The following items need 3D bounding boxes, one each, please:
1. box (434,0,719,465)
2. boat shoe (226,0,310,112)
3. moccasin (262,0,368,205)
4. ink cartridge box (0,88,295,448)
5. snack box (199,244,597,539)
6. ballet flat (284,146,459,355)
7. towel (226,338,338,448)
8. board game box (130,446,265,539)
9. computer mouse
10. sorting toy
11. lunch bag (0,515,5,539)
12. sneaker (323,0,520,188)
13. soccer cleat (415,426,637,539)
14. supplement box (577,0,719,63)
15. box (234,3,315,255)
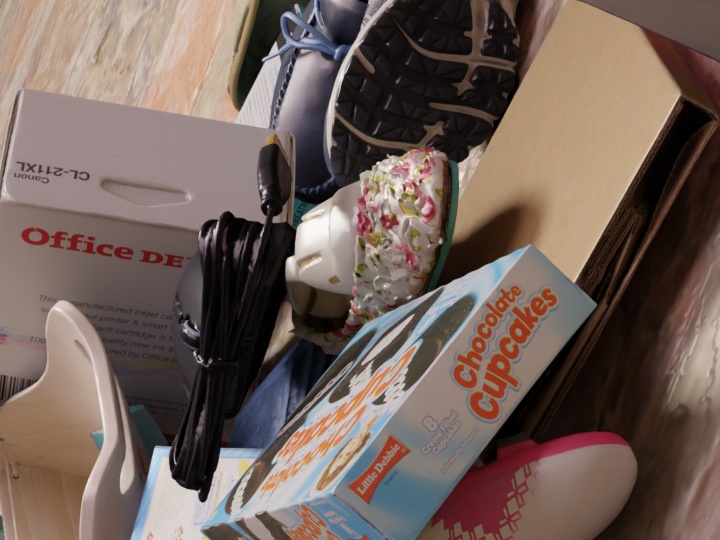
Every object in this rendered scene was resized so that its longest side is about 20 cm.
[{"bbox_3d":[0.080,-0.029,1.037,0.164,0.021,0.200,-62,13,17],"label":"box"},{"bbox_3d":[-0.026,-0.161,1.420,0.201,0.073,0.063,-50,16,52],"label":"boat shoe"},{"bbox_3d":[-0.001,-0.132,1.298,0.068,0.080,0.201,25,-95,-82],"label":"moccasin"},{"bbox_3d":[-0.118,0.013,1.307,0.201,0.145,0.083,106,171,-46],"label":"ink cartridge box"},{"bbox_3d":[0.009,0.059,0.966,0.116,0.037,0.200,-51,7,-18],"label":"snack box"},{"bbox_3d":[0.000,0.000,1.112,0.200,0.064,0.076,107,167,-70],"label":"ballet flat"},{"bbox_3d":[-0.042,0.132,1.196,0.112,0.048,0.201,-47,29,50],"label":"towel"},{"bbox_3d":[-0.049,0.173,1.077,0.134,0.034,0.201,-1,63,31],"label":"board game box"},{"bbox_3d":[-0.059,-0.001,1.117,0.200,0.046,0.141,-72,-4,-68],"label":"computer mouse"},{"bbox_3d":[-0.126,0.114,1.223,0.181,0.106,0.201,89,170,-48],"label":"sorting toy"},{"bbox_3d":[-0.230,0.260,1.480,0.171,0.121,0.200,-91,20,-44],"label":"lunch bag"},{"bbox_3d":[0.037,-0.120,1.221,0.201,0.077,0.086,-63,14,-14],"label":"sneaker"},{"bbox_3d":[0.044,0.125,0.955,0.200,0.070,0.087,-40,59,49],"label":"soccer cleat"},{"bbox_3d":[0.130,-0.185,0.972,0.103,0.101,0.201,-53,23,40],"label":"supplement box"},{"bbox_3d":[-0.054,-0.039,1.413,0.201,0.049,0.082,-61,20,22],"label":"box"}]
